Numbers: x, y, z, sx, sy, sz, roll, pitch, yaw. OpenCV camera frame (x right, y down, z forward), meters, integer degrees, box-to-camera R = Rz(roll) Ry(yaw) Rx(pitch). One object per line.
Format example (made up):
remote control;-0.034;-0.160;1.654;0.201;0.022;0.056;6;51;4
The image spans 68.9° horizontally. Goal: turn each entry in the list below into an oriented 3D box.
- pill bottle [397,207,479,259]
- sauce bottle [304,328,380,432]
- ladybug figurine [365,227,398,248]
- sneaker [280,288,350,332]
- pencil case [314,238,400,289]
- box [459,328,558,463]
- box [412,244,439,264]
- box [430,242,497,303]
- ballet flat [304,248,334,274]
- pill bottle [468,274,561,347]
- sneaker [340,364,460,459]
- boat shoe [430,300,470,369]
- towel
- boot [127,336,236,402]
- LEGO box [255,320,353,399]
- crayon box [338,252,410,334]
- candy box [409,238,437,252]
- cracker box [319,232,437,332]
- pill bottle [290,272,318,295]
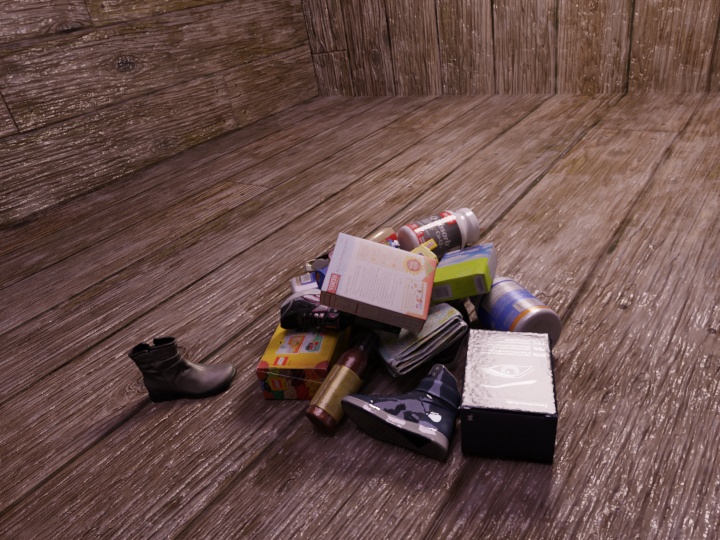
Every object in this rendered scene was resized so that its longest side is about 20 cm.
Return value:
pill bottle;0.207;-0.090;1.389;0.197;0.118;0.116;-21;31;-18
sauce bottle;-0.025;0.197;0.969;0.065;0.067;0.201;14;55;37
ladybug figurine;0.030;-0.034;1.357;0.199;0.136;0.072;-40;76;-22
sneaker;-0.070;0.086;1.059;0.196;0.081;0.087;-16;39;0
pencil case;0.000;0.000;1.150;0.198;0.079;0.087;-25;34;-20
box;0.244;0.200;0.873;0.145;0.106;0.201;2;32;16
box;0.088;0.040;1.149;0.200;0.075;0.050;-46;63;-7
box;0.217;0.002;1.094;0.120;0.048;0.200;-13;14;24
ballet flat;-0.098;-0.011;1.321;0.070;0.070;0.199;-8;-10;-30
pill bottle;0.300;0.083;1.058;0.110;0.114;0.200;-17;29;-12
sneaker;0.078;0.223;0.910;0.199;0.078;0.147;15;49;23
boat shoe;0.187;0.117;1.089;0.070;0.061;0.202;0;31;21
towel;0.106;0.123;1.041;0.170;0.049;0.200;-33;18;-5
boot;-0.364;0.194;1.074;0.196;0.133;0.068;-11;29;0
LEGO box;-0.109;0.167;1.086;0.146;0.078;0.201;-3;31;15
crayon box;0.034;0.019;1.054;0.123;0.052;0.202;12;52;-1
candy box;0.095;-0.014;1.276;0.102;0.027;0.200;-35;0;-32
cracker box;0.034;0.021;0.979;0.196;0.058;0.136;16;57;1
pill bottle;-0.058;0.052;1.231;0.196;0.118;0.116;-13;29;-5
